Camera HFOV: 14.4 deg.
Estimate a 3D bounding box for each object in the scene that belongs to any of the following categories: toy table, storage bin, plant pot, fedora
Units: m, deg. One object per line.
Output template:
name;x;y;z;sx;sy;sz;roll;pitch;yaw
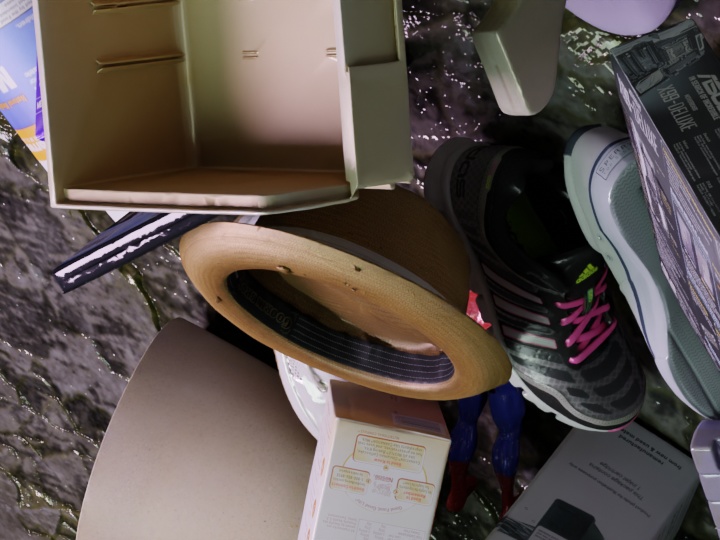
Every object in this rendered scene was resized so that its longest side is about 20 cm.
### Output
toy table;0.081;-0.182;1.427;0.184;0.117;0.200;-10;118;50
storage bin;-0.071;-0.133;1.408;0.199;0.094;0.200;4;101;52
plant pot;-0.061;0.153;1.903;0.200;0.187;0.187;20;142;9
fedora;0.000;0.000;1.598;0.201;0.082;0.201;19;160;7

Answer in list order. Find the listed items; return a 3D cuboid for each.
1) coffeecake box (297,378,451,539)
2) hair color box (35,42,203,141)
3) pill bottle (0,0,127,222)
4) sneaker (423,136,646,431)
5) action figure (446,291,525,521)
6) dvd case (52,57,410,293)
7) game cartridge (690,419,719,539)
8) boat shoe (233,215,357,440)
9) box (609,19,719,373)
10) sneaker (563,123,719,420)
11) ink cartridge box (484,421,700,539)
coffeecake box;-0.003;0.179;1.727;0.073;0.200;0.154;12;-174;-3
hair color box;-0.116;-0.164;1.559;0.109;0.200;0.065;9;164;-33
pill bottle;-0.172;-0.125;1.752;0.112;0.112;0.200;-17;113;52
sneaker;0.114;0.009;1.634;0.087;0.074;0.200;-7;117;56
action figure;0.080;0.066;1.756;0.065;0.052;0.200;19;134;24
dvd case;-0.072;-0.059;1.621;0.143;0.200;0.018;-24;101;43
game cartridge;0.294;0.137;1.588;0.200;0.038;0.130;-2;131;28
boat shoe;-0.013;0.048;1.810;0.069;0.071;0.200;-8;120;52
box;0.188;-0.005;1.412;0.200;0.050;0.158;-112;3;-50
sneaker;0.172;-0.004;1.581;0.071;0.073;0.200;49;168;55
ink cartridge box;0.112;0.200;1.729;0.083;0.200;0.147;33;145;14
